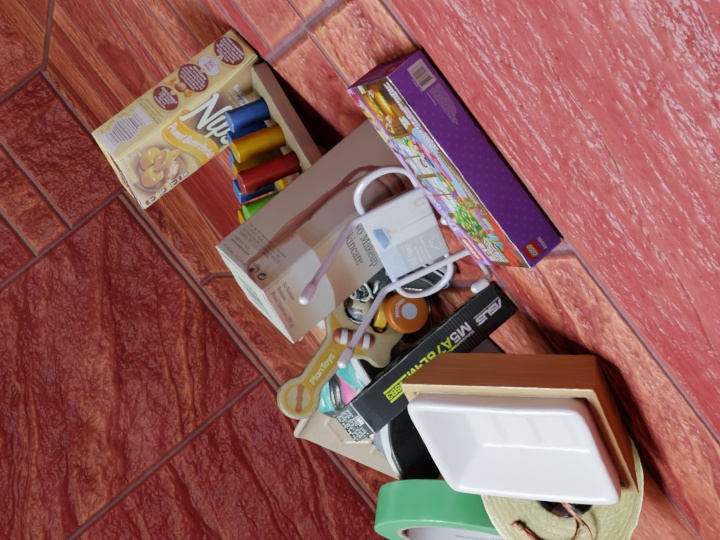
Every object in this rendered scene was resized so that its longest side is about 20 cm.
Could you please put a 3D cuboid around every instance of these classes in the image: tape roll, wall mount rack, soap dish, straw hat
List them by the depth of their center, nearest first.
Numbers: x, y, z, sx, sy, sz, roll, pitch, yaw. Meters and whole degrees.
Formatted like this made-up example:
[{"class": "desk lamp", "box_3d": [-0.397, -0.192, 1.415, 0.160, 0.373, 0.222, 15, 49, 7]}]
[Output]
[{"class": "wall mount rack", "box_3d": [0.028, -0.001, 1.418, 0.075, 0.173, 0.200, 64, -179, 40]}, {"class": "soap dish", "box_3d": [0.158, 0.148, 1.440, 0.200, 0.081, 0.158, -1, 136, 31]}, {"class": "straw hat", "box_3d": [0.217, 0.203, 1.549, 0.201, 0.201, 0.085, 48, -149, 14]}, {"class": "tape roll", "box_3d": [0.117, 0.278, 1.665, 0.200, 0.048, 0.201, 7, 160, 3]}]

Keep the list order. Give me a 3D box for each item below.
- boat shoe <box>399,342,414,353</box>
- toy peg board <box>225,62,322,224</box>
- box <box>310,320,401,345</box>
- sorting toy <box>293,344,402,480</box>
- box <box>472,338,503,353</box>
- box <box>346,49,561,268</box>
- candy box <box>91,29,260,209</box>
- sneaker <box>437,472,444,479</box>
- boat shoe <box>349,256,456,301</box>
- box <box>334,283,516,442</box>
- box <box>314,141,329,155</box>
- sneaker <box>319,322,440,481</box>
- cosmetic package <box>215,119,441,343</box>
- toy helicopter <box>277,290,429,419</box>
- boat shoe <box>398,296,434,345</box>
[{"class": "boat shoe", "box_3d": [0.109, 0.172, 1.801, 0.200, 0.070, 0.070, 40, -158, -24]}, {"class": "toy peg board", "box_3d": [-0.106, -0.088, 1.686, 0.199, 0.098, 0.200, 59, 162, 30]}, {"class": "box", "box_3d": [-0.006, 0.049, 1.941, 0.152, 0.106, 0.200, 54, 169, -23]}, {"class": "sorting toy", "box_3d": [0.041, 0.171, 1.865, 0.200, 0.185, 0.037, 22, -148, -13]}, {"class": "box", "box_3d": [0.185, 0.178, 1.679, 0.200, 0.075, 0.100, 47, 170, 28]}, {"class": "box", "box_3d": [0.076, -0.091, 1.274, 0.200, 0.039, 0.137, 52, 170, -10]}, {"class": "candy box", "box_3d": [-0.197, -0.171, 1.707, 0.055, 0.200, 0.116, 48, 170, 25]}, {"class": "sneaker", "box_3d": [0.130, 0.206, 1.648, 0.077, 0.078, 0.200, 21, 158, 12]}, {"class": "boat shoe", "box_3d": [0.000, 0.000, 1.582, 0.199, 0.071, 0.072, 13, 155, -4]}, {"class": "box", "box_3d": [0.064, 0.101, 1.579, 0.048, 0.193, 0.200, 47, 169, 3]}, {"class": "box", "box_3d": [-0.051, -0.079, 1.745, 0.200, 0.021, 0.164, -142, 35, -63]}, {"class": "sneaker", "box_3d": [0.013, 0.167, 1.732, 0.121, 0.083, 0.200, -29, 82, 57]}, {"class": "cosmetic package", "box_3d": [-0.028, -0.038, 1.462, 0.087, 0.200, 0.103, 41, 168, 36]}, {"class": "toy helicopter", "box_3d": [-0.029, 0.072, 1.635, 0.132, 0.200, 0.079, 39, 168, -9]}, {"class": "boat shoe", "box_3d": [0.049, 0.030, 1.747, 0.060, 0.072, 0.200, 45, 163, 43]}]
